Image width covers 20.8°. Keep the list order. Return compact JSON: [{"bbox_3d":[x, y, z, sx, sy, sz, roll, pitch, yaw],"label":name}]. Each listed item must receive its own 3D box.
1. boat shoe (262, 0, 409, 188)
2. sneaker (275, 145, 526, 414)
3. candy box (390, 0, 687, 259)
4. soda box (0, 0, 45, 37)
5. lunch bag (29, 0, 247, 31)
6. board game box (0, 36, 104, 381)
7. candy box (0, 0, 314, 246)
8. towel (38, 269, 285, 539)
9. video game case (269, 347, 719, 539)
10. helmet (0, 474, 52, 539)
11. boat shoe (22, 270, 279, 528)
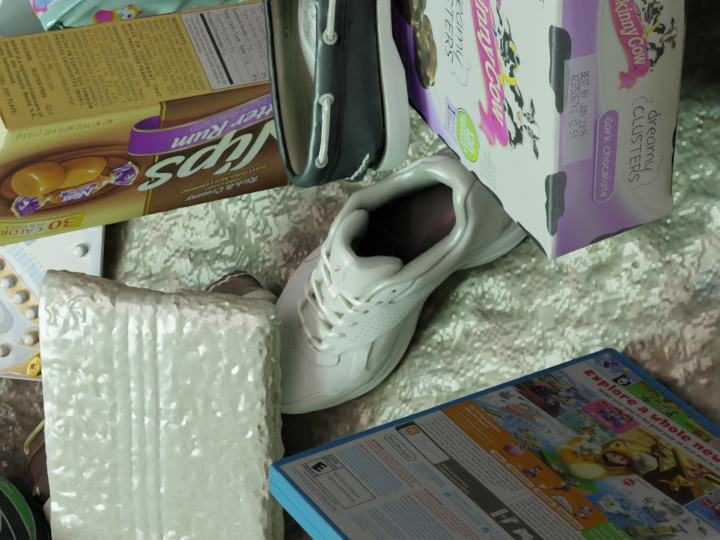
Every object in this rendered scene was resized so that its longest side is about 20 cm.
[{"bbox_3d":[-0.022,-0.139,0.943,0.075,0.060,0.202,13,117,63],"label":"boat shoe"},{"bbox_3d":[0.000,0.000,1.004,0.200,0.099,0.078,-47,71,22],"label":"sneaker"},{"bbox_3d":[0.068,-0.133,0.911,0.200,0.071,0.169,52,154,44],"label":"candy box"},{"bbox_3d":[-0.248,-0.096,1.209,0.063,0.068,0.202,32,103,31],"label":"soda box"},{"bbox_3d":[-0.105,-0.234,1.095,0.199,0.122,0.172,-31,66,15],"label":"lunch bag"},{"bbox_3d":[-0.249,-0.039,1.161,0.198,0.026,0.202,5,99,8],"label":"board game box"},{"bbox_3d":[-0.109,-0.078,1.013,0.057,0.198,0.117,66,149,22],"label":"candy box"},{"bbox_3d":[-0.103,0.098,1.047,0.131,0.035,0.202,7,115,12],"label":"towel"},{"bbox_3d":[0.079,0.100,0.874,0.143,0.198,0.018,39,136,46],"label":"video game case"},{"bbox_3d":[-0.259,0.192,1.115,0.200,0.189,0.202,-168,90,-76],"label":"helmet"},{"bbox_3d":[-0.123,0.065,1.106,0.200,0.072,0.060,-48,62,26],"label":"boat shoe"}]
